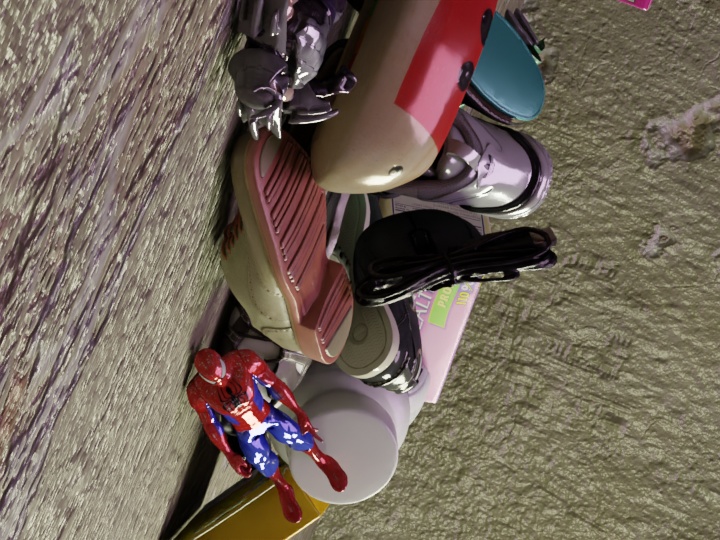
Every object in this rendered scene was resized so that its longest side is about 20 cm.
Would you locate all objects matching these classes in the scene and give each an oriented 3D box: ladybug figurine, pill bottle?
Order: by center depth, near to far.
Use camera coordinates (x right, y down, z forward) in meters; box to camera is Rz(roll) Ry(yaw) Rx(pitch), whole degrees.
[{"bbox_3d":[0.032,-0.133,1.367,0.136,0.072,0.201,142,-30,-76],"label":"ladybug figurine"},{"bbox_3d":[-0.020,0.093,1.756,0.200,0.112,0.113,-100,-153,-64],"label":"pill bottle"}]

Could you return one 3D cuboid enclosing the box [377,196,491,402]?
[{"bbox_3d":[0.042,-0.017,2.030,0.200,0.096,0.177,-93,-162,-55],"label":"box"}]

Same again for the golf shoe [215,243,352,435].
[{"bbox_3d":[-0.060,0.045,1.599,0.200,0.077,0.095,104,9,-53],"label":"golf shoe"}]

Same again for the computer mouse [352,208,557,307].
[{"bbox_3d":[0.046,-0.015,1.543,0.200,0.138,0.053,-173,-109,-80],"label":"computer mouse"}]

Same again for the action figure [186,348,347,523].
[{"bbox_3d":[-0.068,0.109,1.575,0.200,0.065,0.052,55,6,-48],"label":"action figure"}]

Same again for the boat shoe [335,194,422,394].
[{"bbox_3d":[0.000,0.000,1.698,0.072,0.068,0.201,-31,-124,26],"label":"boat shoe"}]

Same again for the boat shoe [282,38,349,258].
[{"bbox_3d":[-0.036,-0.062,1.481,0.060,0.074,0.200,15,117,-43],"label":"boat shoe"}]

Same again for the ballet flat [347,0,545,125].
[{"bbox_3d":[0.051,-0.162,1.522,0.200,0.068,0.068,41,62,-45],"label":"ballet flat"}]

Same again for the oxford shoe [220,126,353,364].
[{"bbox_3d":[-0.060,-0.014,1.410,0.201,0.073,0.071,77,33,-47],"label":"oxford shoe"}]

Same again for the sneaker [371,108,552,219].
[{"bbox_3d":[0.024,-0.088,1.546,0.115,0.199,0.076,16,89,-55],"label":"sneaker"}]

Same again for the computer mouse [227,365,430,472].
[{"bbox_3d":[-0.018,0.121,1.928,0.199,0.044,0.110,-9,134,-30],"label":"computer mouse"}]

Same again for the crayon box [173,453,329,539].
[{"bbox_3d":[-0.084,0.196,1.809,0.127,0.051,0.200,-35,-179,11],"label":"crayon box"}]

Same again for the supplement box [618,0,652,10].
[{"bbox_3d":[0.165,-0.304,1.850,0.101,0.199,0.104,-62,173,-56],"label":"supplement box"}]

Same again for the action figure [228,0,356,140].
[{"bbox_3d":[-0.019,-0.151,1.244,0.200,0.069,0.130,-61,177,-37],"label":"action figure"}]

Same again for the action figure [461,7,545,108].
[{"bbox_3d":[0.040,-0.119,1.657,0.200,0.055,0.118,-34,177,14],"label":"action figure"}]
